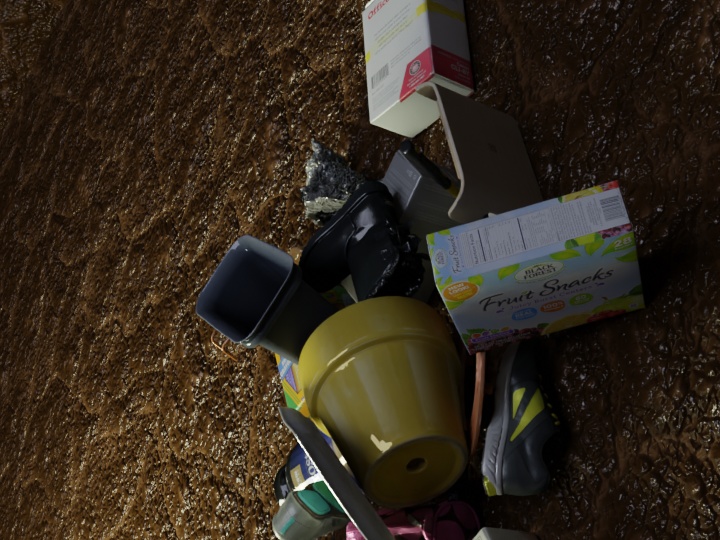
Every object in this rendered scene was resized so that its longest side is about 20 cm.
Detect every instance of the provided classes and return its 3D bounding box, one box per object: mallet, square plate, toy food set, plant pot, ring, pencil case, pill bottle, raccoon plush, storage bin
[{"bbox_3d":[0.109,-0.109,1.324,0.041,0.200,0.066,-31,41,22],"label":"mallet"},{"bbox_3d":[-0.021,0.242,1.220,0.028,0.199,0.200,-36,6,-7],"label":"square plate"},{"bbox_3d":[0.141,-0.132,1.318,0.060,0.142,0.202,-42,47,36],"label":"toy food set"},{"bbox_3d":[0.040,0.166,1.282,0.202,0.199,0.190,-56,36,28],"label":"plant pot"},{"bbox_3d":[0.136,0.123,1.277,0.200,0.019,0.203,-178,90,-89],"label":"ring"},{"bbox_3d":[0.059,0.327,1.330,0.199,0.093,0.092,-27,57,51],"label":"pencil case"},{"bbox_3d":[-0.034,0.268,1.473,0.200,0.111,0.113,-42,46,41],"label":"pill bottle"},{"bbox_3d":[-0.006,-0.143,1.636,0.198,0.097,0.135,-7,56,25],"label":"raccoon plush"},{"bbox_3d":[-0.109,0.062,1.389,0.146,0.134,0.200,-57,28,-6],"label":"storage bin"}]

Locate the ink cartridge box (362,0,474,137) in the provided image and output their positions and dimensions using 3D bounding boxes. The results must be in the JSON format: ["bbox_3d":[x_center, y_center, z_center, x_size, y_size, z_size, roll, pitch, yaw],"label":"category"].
[{"bbox_3d":[0.079,-0.317,1.533,0.145,0.083,0.202,-32,53,47],"label":"ink cartridge box"}]

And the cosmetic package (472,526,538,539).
[{"bbox_3d":[0.174,0.385,1.141,0.104,0.086,0.201,-56,37,27],"label":"cosmetic package"}]

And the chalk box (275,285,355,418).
[{"bbox_3d":[-0.043,0.101,1.535,0.124,0.124,0.202,-49,43,35],"label":"chalk box"}]

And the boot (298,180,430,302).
[{"bbox_3d":[0.000,0.001,1.364,0.199,0.073,0.163,-50,41,28],"label":"boot"}]

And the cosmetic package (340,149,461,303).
[{"bbox_3d":[0.063,-0.043,1.444,0.201,0.106,0.090,-62,35,19],"label":"cosmetic package"}]

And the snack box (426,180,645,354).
[{"bbox_3d":[0.184,0.002,1.111,0.198,0.169,0.068,-16,58,9],"label":"snack box"}]

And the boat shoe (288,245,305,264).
[{"bbox_3d":[-0.078,0.047,1.663,0.072,0.071,0.202,32,128,38],"label":"boat shoe"}]

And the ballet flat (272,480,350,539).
[{"bbox_3d":[-0.057,0.298,1.316,0.067,0.200,0.064,41,95,18],"label":"ballet flat"}]

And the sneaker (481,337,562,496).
[{"bbox_3d":[0.191,0.166,1.221,0.075,0.084,0.202,73,-152,-60],"label":"sneaker"}]
